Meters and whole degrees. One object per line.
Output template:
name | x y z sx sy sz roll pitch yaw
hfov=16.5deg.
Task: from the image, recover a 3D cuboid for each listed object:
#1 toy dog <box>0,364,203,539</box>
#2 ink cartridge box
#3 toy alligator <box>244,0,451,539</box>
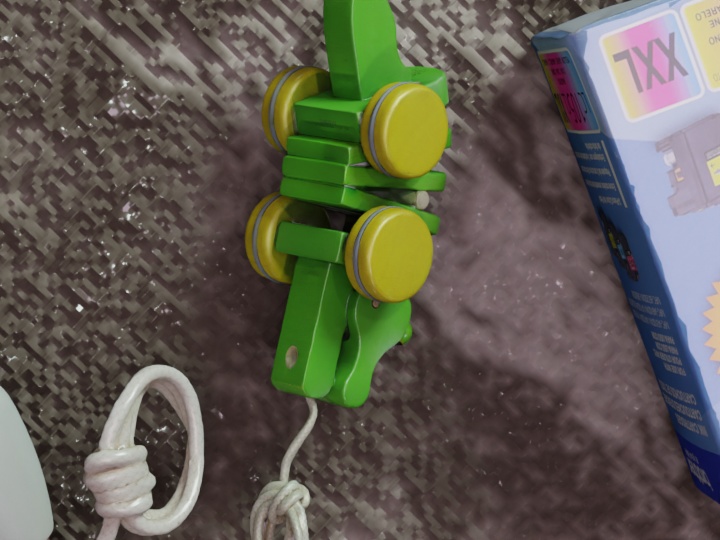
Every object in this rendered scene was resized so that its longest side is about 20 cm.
toy dog | -0.113 0.129 0.790 0.096 0.132 0.200 -6 91 35
ink cartridge box | 0.156 -0.007 0.805 0.136 0.076 0.200 -21 97 -2
toy alligator | 0.000 0.000 0.807 0.054 0.059 0.200 3 96 -45
